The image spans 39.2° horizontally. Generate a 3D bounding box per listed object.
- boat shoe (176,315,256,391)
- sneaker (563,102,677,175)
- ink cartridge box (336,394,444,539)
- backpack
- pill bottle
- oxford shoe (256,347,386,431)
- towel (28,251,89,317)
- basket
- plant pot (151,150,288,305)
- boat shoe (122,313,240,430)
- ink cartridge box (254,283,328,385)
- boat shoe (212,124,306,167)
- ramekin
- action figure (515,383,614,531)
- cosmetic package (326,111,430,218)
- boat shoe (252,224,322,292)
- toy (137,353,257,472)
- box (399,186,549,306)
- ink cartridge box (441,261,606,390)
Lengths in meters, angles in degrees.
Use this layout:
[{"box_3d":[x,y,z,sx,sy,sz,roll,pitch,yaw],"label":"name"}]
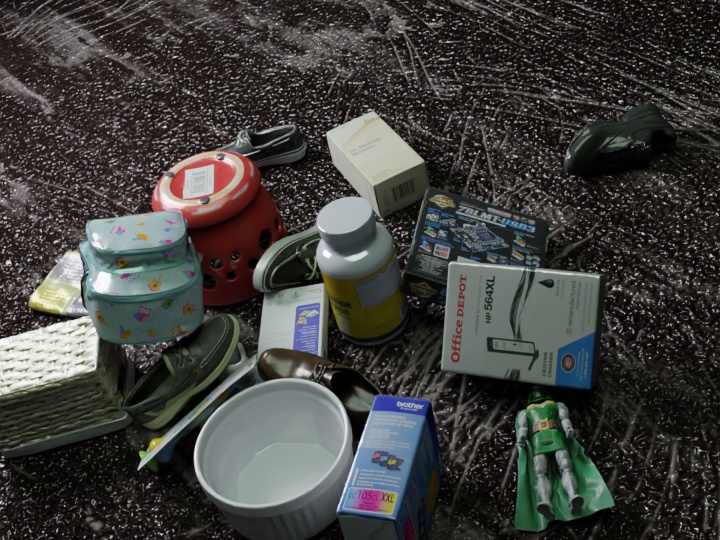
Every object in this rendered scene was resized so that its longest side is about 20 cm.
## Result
[{"box_3d":[-0.215,0.103,1.486,0.070,0.070,0.199,-35,44,-23],"label":"boat shoe"},{"box_3d":[0.420,-0.201,1.631,0.198,0.076,0.091,-27,48,-9],"label":"sneaker"},{"box_3d":[0.044,0.244,1.190,0.075,0.138,0.201,2,43,17],"label":"ink cartridge box"},{"box_3d":[-0.307,0.011,1.424,0.173,0.155,0.201,-6,36,-17],"label":"backpack"},{"box_3d":[0.000,0.000,1.431,0.110,0.202,0.113,-10,39,8],"label":"pill bottle"},{"box_3d":[-0.049,0.142,1.335,0.197,0.085,0.073,19,65,14],"label":"oxford shoe"},{"box_3d":[-0.448,0.024,1.691,0.197,0.023,0.144,7,44,25],"label":"towel"},{"box_3d":[-0.437,0.161,1.451,0.197,0.125,0.137,-14,41,0],"label":"basket"},{"box_3d":[-0.222,-0.076,1.610,0.197,0.184,0.202,-7,40,6],"label":"plant pot"},{"box_3d":[-0.250,0.137,1.408,0.201,0.066,0.072,-47,51,5],"label":"boat shoe"},{"box_3d":[-0.098,0.104,1.473,0.098,0.040,0.202,-8,39,9],"label":"ink cartridge box"},{"box_3d":[-0.200,-0.229,1.860,0.197,0.072,0.073,-13,40,4],"label":"boat shoe"},{"box_3d":[-0.099,0.244,1.261,0.197,0.106,0.202,-9,40,7],"label":"ramekin"},{"box_3d":[0.229,0.214,1.232,0.116,0.055,0.201,-13,36,8],"label":"action figure"},{"box_3d":[0.029,-0.184,1.735,0.102,0.074,0.200,-26,42,-12],"label":"cosmetic package"},{"box_3d":[-0.082,-0.020,1.564,0.063,0.072,0.199,24,40,32],"label":"boat shoe"},{"box_3d":[-0.205,0.198,1.350,0.199,0.047,0.115,-38,6,-1],"label":"toy"},{"box_3d":[0.170,-0.021,1.469,0.197,0.050,0.200,16,43,0],"label":"box"},{"box_3d":[0.211,0.069,1.314,0.197,0.149,0.084,5,2,19],"label":"ink cartridge box"}]
